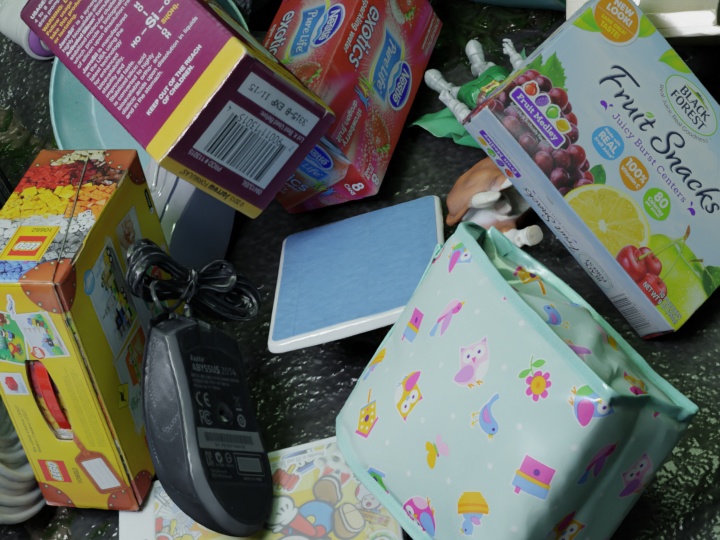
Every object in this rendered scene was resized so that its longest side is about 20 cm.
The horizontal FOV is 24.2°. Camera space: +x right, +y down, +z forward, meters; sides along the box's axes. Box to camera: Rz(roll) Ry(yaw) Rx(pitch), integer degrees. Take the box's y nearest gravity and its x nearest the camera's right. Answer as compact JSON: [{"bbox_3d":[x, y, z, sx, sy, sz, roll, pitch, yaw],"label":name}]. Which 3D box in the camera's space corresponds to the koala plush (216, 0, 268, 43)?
[{"bbox_3d":[-0.095,-0.290,1.474,0.177,0.185,0.199,36,42,23],"label":"koala plush"}]

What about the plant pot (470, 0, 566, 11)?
[{"bbox_3d":[0.113,-0.313,1.396,0.160,0.201,0.202,4,50,38],"label":"plant pot"}]

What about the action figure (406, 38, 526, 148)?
[{"bbox_3d":[0.099,-0.132,1.273,0.118,0.055,0.200,-37,19,0],"label":"action figure"}]

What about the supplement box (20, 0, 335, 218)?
[{"bbox_3d":[-0.133,-0.149,1.226,0.103,0.131,0.200,-50,58,7],"label":"supplement box"}]

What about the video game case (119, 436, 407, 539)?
[{"bbox_3d":[-0.065,0.200,1.111,0.197,0.023,0.183,-14,47,7],"label":"video game case"}]

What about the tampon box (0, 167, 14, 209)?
[{"bbox_3d":[-0.402,-0.043,1.359,0.197,0.151,0.127,-10,47,11],"label":"tampon box"}]

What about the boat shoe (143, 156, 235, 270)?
[{"bbox_3d":[-0.138,-0.065,1.319,0.065,0.073,0.202,5,71,33],"label":"boat shoe"}]

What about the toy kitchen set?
[{"bbox_3d":[0.246,-0.261,1.257,0.198,0.183,0.163,1,7,26],"label":"toy kitchen set"}]

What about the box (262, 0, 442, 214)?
[{"bbox_3d":[-0.018,-0.156,1.344,0.095,0.100,0.201,-10,44,36],"label":"box"}]

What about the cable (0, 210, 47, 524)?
[{"bbox_3d":[-0.271,0.077,1.172,0.068,0.201,0.201,-9,39,19],"label":"cable"}]

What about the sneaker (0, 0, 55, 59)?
[{"bbox_3d":[-0.266,-0.287,1.581,0.099,0.075,0.200,29,64,35],"label":"sneaker"}]

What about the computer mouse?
[{"bbox_3d":[-0.111,0.088,1.136,0.052,0.138,0.202,-24,65,27],"label":"computer mouse"}]

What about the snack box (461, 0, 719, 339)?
[{"bbox_3d":[0.187,-0.075,1.162,0.142,0.200,0.053,-43,6,-21],"label":"snack box"}]

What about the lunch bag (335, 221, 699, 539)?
[{"bbox_3d":[0.083,0.086,1.051,0.200,0.121,0.171,46,112,41],"label":"lunch bag"}]

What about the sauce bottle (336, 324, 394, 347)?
[{"bbox_3d":[0.066,0.042,1.174,0.198,0.066,0.066,10,53,32],"label":"sauce bottle"}]

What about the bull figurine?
[{"bbox_3d":[0.151,-0.090,1.252,0.200,0.065,0.121,-42,16,-9],"label":"bull figurine"}]

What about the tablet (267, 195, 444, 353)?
[{"bbox_3d":[0.000,0.000,1.218,0.129,0.014,0.200,-16,22,8],"label":"tablet"}]

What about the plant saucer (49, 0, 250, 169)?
[{"bbox_3d":[-0.166,-0.148,1.395,0.198,0.036,0.203,-1,86,23],"label":"plant saucer"}]

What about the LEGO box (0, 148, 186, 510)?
[{"bbox_3d":[-0.186,0.040,1.159,0.076,0.202,0.150,1,38,19],"label":"LEGO box"}]
